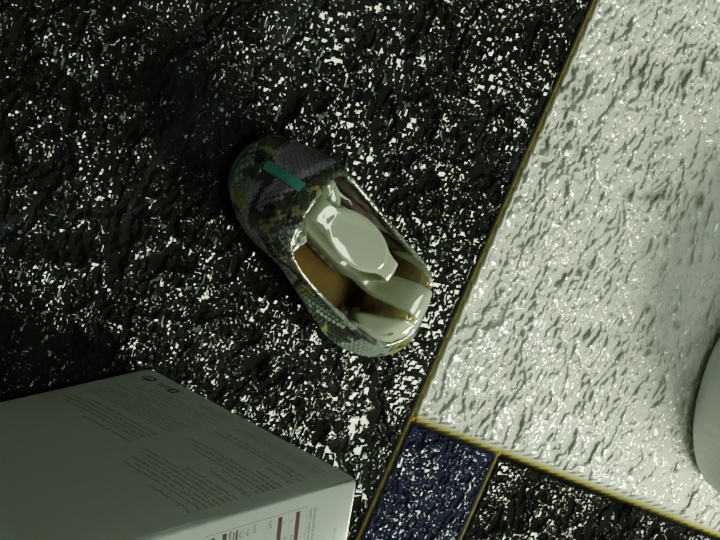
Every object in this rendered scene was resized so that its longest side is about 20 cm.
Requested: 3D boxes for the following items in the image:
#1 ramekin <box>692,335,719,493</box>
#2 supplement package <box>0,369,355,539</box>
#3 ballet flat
[{"bbox_3d":[0.331,0.096,1.554,0.200,0.098,0.201,-26,127,-40],"label":"ramekin"},{"bbox_3d":[-0.133,0.156,0.997,0.200,0.152,0.151,-11,117,-46],"label":"supplement package"},{"bbox_3d":[0.000,0.000,1.143,0.072,0.072,0.200,-58,141,-12],"label":"ballet flat"}]
